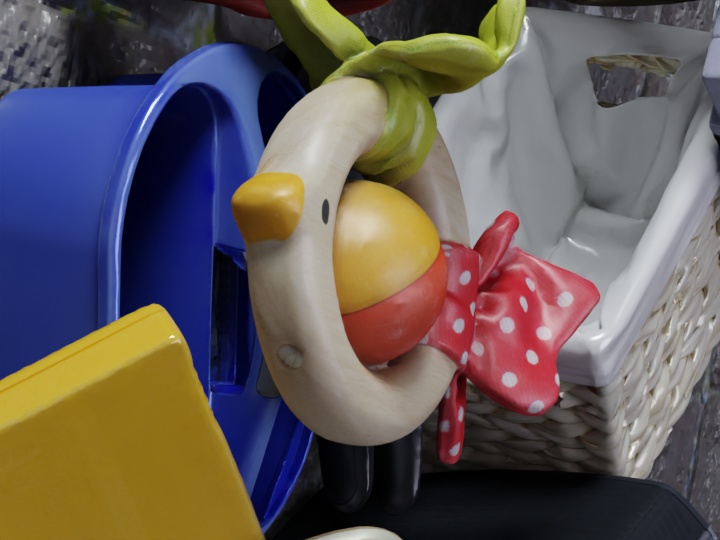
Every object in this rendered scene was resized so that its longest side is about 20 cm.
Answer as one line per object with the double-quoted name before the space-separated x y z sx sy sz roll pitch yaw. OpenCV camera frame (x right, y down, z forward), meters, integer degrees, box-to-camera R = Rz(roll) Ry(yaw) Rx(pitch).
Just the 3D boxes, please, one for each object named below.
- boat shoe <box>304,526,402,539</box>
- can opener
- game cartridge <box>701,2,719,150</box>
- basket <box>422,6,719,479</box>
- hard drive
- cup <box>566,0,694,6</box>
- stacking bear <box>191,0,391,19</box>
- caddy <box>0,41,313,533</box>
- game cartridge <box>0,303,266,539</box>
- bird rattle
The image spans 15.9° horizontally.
"boat shoe" -0.056 0.167 0.898 0.199 0.065 0.072 -32 130 -6
"can opener" 0.000 0.000 1.048 0.063 0.078 0.201 -2 78 -37
"game cartridge" 0.198 -0.079 1.148 0.200 0.038 0.130 55 50 -51
"basket" 0.093 -0.005 1.151 0.200 0.135 0.124 -58 147 -35
"hard drive" 0.035 0.130 1.085 0.135 0.199 0.043 -41 119 -48
"cup" 0.134 -0.203 1.196 0.143 0.200 0.201 -34 130 -20
"stacking bear" -0.032 -0.205 0.969 0.121 0.113 0.201 5 84 -39
"caddy" -0.069 0.013 0.963 0.141 0.105 0.201 -16 111 -56
"game cartridge" -0.115 0.127 0.904 0.176 0.032 0.201 -27 128 -11
"bird rattle" 0.005 -0.007 0.934 0.163 0.112 0.201 -48 138 -48
